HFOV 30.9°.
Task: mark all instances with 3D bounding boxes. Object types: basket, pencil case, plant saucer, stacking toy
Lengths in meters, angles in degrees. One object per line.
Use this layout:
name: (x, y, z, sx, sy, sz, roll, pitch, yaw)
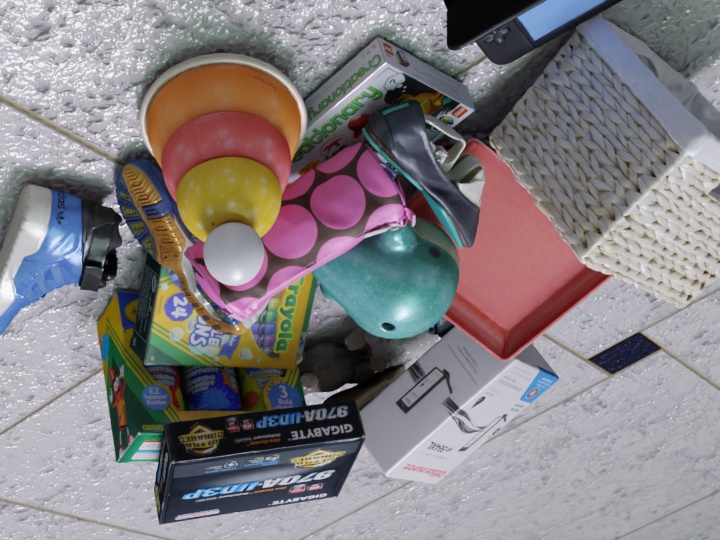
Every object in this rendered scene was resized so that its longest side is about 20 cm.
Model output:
basket: (0.261, -0.095, 1.200, 0.198, 0.200, 0.161, 21, 117, -44)
pencil case: (-0.053, -0.031, 1.162, 0.200, 0.094, 0.091, -32, 165, -2)
plant saucer: (0.134, -0.023, 1.316, 0.199, 0.037, 0.200, 38, 130, -8)
stacking toy: (-0.113, -0.069, 1.083, 0.145, 0.200, 0.146, -4, 138, -3)

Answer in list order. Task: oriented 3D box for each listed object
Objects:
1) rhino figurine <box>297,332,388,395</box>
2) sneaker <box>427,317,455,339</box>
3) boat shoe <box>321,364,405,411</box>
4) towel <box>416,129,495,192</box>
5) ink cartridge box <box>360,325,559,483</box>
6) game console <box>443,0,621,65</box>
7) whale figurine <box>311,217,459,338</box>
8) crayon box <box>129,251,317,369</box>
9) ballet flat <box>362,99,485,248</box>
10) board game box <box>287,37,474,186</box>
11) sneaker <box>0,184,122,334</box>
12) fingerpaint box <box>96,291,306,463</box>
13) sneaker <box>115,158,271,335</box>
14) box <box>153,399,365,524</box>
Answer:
rhino figurine: (-0.070, 0.120, 1.538, 0.199, 0.060, 0.087, -11, 171, -7)
sneaker: (0.088, 0.026, 1.447, 0.077, 0.085, 0.200, -30, 146, 20)
boat shoe: (0.014, 0.165, 1.558, 0.071, 0.065, 0.200, -18, -178, 28)
towel: (0.154, -0.096, 1.342, 0.199, 0.030, 0.147, -12, 147, -7)
ink cartridge box: (0.107, 0.147, 1.479, 0.200, 0.084, 0.146, -43, 152, 13)
game console: (0.177, -0.225, 1.069, 0.200, 0.117, 0.176, -27, 147, 17)
whale figurine: (0.000, 0.000, 1.267, 0.199, 0.104, 0.159, 21, 145, -22)
crayon box: (-0.125, 0.033, 1.332, 0.199, 0.052, 0.126, 4, 106, -31)
ballet flat: (0.076, -0.091, 1.205, 0.073, 0.073, 0.200, -27, 138, 16)
board game box: (-0.008, -0.124, 1.215, 0.126, 0.035, 0.200, 20, 133, -43)
sneaker: (-0.292, 0.005, 1.241, 0.111, 0.077, 0.200, 13, 132, -25)
fingerpaint box: (-0.166, 0.114, 1.386, 0.199, 0.167, 0.073, 5, 145, -30)
sneaker: (-0.151, -0.035, 1.233, 0.075, 0.088, 0.200, 5, 135, 50)
box: (-0.108, 0.197, 1.339, 0.199, 0.046, 0.159, -5, 149, -18)
